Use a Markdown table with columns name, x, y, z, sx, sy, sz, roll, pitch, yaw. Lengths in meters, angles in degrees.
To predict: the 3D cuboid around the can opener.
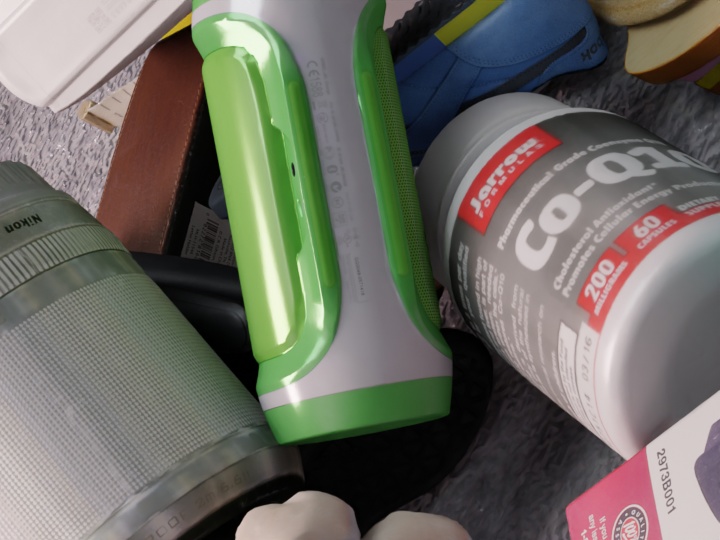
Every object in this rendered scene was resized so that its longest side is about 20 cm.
| name | x | y | z | sx | sy | sz | roll | pitch | yaw |
| --- | --- | --- | --- | --- | --- | --- | --- | --- | --- |
| can opener | -0.101 | 0.014 | 1.308 | 0.200 | 0.079 | 0.063 | 0 | 27 | 43 |

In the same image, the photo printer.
| name | x | y | z | sx | sy | sz | roll | pitch | yaw |
| --- | --- | --- | --- | --- | --- | --- | --- | --- | --- |
| photo printer | -0.092 | -0.172 | 1.414 | 0.166 | 0.069 | 0.200 | -41 | 5 | 26 |

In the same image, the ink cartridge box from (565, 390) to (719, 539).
| name | x | y | z | sx | sy | sz | roll | pitch | yaw |
| --- | --- | --- | --- | --- | --- | --- | --- | --- | --- |
| ink cartridge box | 0.177 | 0.099 | 0.980 | 0.200 | 0.084 | 0.145 | -41 | 37 | 31 |

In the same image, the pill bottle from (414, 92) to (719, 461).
| name | x | y | z | sx | sy | sz | roll | pitch | yaw |
| --- | --- | --- | --- | --- | --- | --- | --- | --- | --- |
| pill bottle | 0.103 | 0.000 | 1.135 | 0.114 | 0.114 | 0.200 | -60 | 32 | 6 |

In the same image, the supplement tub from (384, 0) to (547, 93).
| name | x | y | z | sx | sy | sz | roll | pitch | yaw |
| --- | --- | --- | --- | --- | --- | --- | --- | --- | --- |
| supplement tub | 0.041 | -0.191 | 1.339 | 0.145 | 0.145 | 0.200 | -18 | 53 | 50 |

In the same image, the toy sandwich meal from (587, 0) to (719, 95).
| name | x | y | z | sx | sy | sz | roll | pitch | yaw |
| --- | --- | --- | --- | --- | --- | --- | --- | --- | --- |
| toy sandwich meal | 0.167 | -0.176 | 1.223 | 0.205 | 0.070 | 0.205 | -45 | 29 | 33 |

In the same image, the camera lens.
| name | x | y | z | sx | sy | sz | roll | pitch | yaw |
| --- | --- | --- | --- | --- | --- | --- | --- | --- | --- |
| camera lens | -0.135 | 0.073 | 1.205 | 0.200 | 0.160 | 0.160 | 48 | 114 | 15 |

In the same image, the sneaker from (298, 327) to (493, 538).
| name | x | y | z | sx | sy | sz | roll | pitch | yaw |
| --- | --- | --- | --- | --- | --- | --- | --- | --- | --- |
| sneaker | -0.020 | 0.083 | 1.296 | 0.200 | 0.072 | 0.083 | -47 | 32 | 24 |

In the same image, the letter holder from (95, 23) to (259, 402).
| name | x | y | z | sx | sy | sz | roll | pitch | yaw |
| --- | --- | --- | --- | --- | --- | --- | --- | --- | --- |
| letter holder | -0.090 | -0.012 | 1.445 | 0.142 | 0.100 | 0.200 | -17 | 53 | 52 |

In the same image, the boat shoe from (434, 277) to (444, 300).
| name | x | y | z | sx | sy | sz | roll | pitch | yaw |
| --- | --- | --- | --- | --- | --- | --- | --- | --- | --- |
| boat shoe | 0.000 | 0.000 | 1.307 | 0.200 | 0.070 | 0.070 | -91 | 20 | -75 |

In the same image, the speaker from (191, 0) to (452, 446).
| name | x | y | z | sx | sy | sz | roll | pitch | yaw |
| --- | --- | --- | --- | --- | --- | --- | --- | --- | --- |
| speaker | -0.016 | -0.032 | 1.163 | 0.088 | 0.088 | 0.201 | -17 | 81 | 50 |

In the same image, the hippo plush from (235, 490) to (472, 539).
| name | x | y | z | sx | sy | sz | roll | pitch | yaw |
| --- | --- | --- | --- | --- | --- | --- | --- | --- | --- |
| hippo plush | -0.010 | 0.180 | 1.154 | 0.161 | 0.200 | 0.160 | 144 | 145 | -74 |

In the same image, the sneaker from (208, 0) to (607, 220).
| name | x | y | z | sx | sy | sz | roll | pitch | yaw |
| --- | --- | --- | --- | --- | --- | --- | --- | --- | --- |
| sneaker | 0.020 | -0.065 | 1.246 | 0.200 | 0.078 | 0.066 | -34 | 23 | 25 |

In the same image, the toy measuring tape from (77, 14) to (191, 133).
| name | x | y | z | sx | sy | sz | roll | pitch | yaw |
| --- | --- | --- | --- | --- | --- | --- | --- | --- | --- |
| toy measuring tape | -0.089 | -0.147 | 1.573 | 0.200 | 0.073 | 0.074 | -31 | 43 | 41 |
